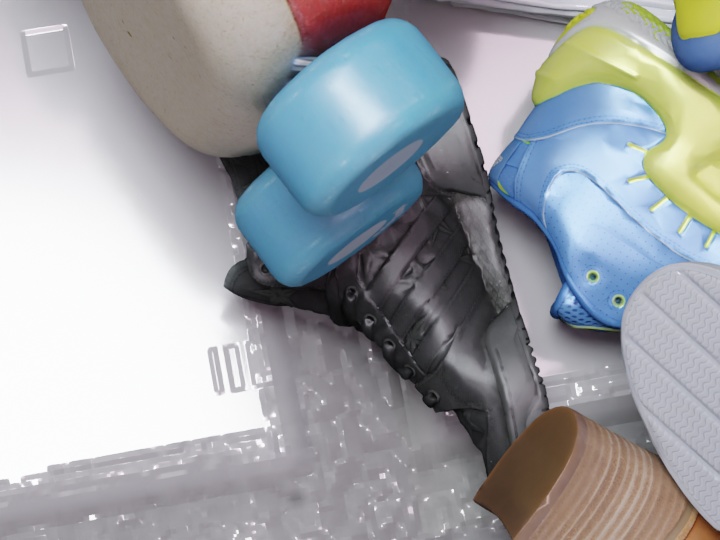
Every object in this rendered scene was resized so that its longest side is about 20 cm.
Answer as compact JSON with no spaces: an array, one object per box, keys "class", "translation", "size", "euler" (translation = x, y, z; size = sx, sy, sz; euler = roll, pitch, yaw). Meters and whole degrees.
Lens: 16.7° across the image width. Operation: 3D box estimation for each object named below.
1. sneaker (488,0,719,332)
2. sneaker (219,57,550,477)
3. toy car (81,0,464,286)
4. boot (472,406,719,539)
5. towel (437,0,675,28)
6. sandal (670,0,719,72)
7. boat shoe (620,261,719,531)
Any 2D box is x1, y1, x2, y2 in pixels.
[{"class":"sneaker","translation":[0.130,0.000,0.886],"size":[0.200,0.076,0.105],"euler":[42,97,3]},{"class":"sneaker","translation":[0.000,0.000,0.872],"size":[0.104,0.060,0.201],"euler":[-14,82,0]},{"class":"toy car","translation":[0.005,-0.134,0.793],"size":[0.200,0.177,0.185],"euler":[-36,83,-13]},{"class":"boot","translation":[0.072,0.160,0.841],"size":[0.154,0.074,0.200],"euler":[36,103,-21]},{"class":"towel","translation":[0.104,-0.186,0.934],"size":[0.146,0.024,0.201],"euler":[9,78,-4]},{"class":"sandal","translation":[0.194,-0.075,0.870],"size":[0.199,0.079,0.088],"euler":[-2,93,-33]},{"class":"boat shoe","translation":[0.168,0.073,0.801],"size":[0.200,0.071,0.072],"euler":[46,116,17]}]
